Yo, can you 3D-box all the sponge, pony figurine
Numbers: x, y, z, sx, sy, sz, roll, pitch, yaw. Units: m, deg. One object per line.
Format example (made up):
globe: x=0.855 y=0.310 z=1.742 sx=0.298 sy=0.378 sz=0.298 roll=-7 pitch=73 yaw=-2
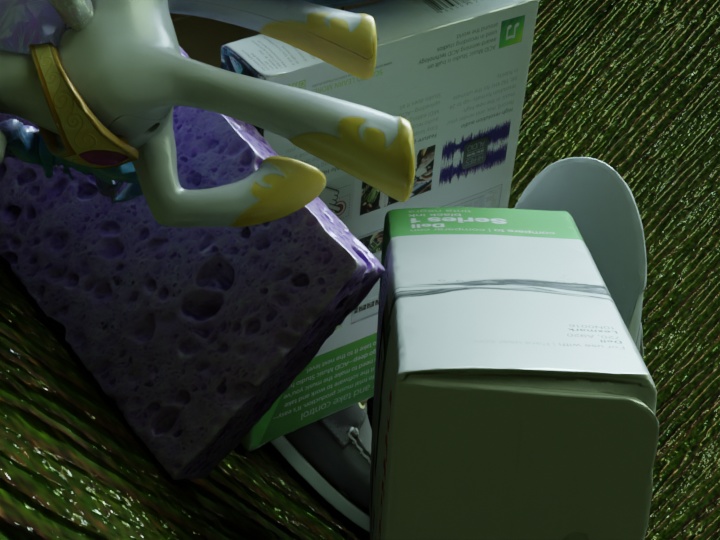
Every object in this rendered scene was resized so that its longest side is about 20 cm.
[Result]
sponge: x=-0.091 y=-0.028 z=0.627 sx=0.200 sy=0.112 sz=0.030 roll=47 pitch=15 yaw=23
pony figurine: x=-0.088 y=-0.101 z=0.551 sx=0.167 sy=0.200 sz=0.194 roll=121 pitch=-32 yaw=-68

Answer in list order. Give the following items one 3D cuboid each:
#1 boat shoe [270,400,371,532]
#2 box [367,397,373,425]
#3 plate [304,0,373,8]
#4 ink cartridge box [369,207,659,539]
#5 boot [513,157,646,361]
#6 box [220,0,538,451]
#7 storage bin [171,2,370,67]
boat shoe: x=-0.032 y=0.056 z=0.803 sx=0.201 sy=0.061 sz=0.072 roll=45 pitch=3 yaw=-15
box: x=0.000 y=0.000 z=0.922 sx=0.200 sy=0.107 sz=0.148 roll=47 pitch=-23 yaw=1
plate: x=-0.008 y=-0.156 z=0.727 sx=0.200 sy=0.200 sz=0.026 roll=-129 pitch=-157 yaw=-57
ink cartridge box: x=0.047 y=0.071 z=0.585 sx=0.084 sy=0.146 sz=0.200 roll=3 pitch=16 yaw=0
boot: x=0.103 y=0.049 z=0.775 sx=0.073 sy=0.201 sz=0.096 roll=4 pitch=-4 yaw=11
box: x=0.004 y=-0.025 z=0.710 sx=0.036 sy=0.144 sz=0.200 roll=41 pitch=-41 yaw=40
storage bin: x=-0.083 y=-0.096 z=0.772 sx=0.200 sy=0.198 sz=0.094 roll=48 pitch=-34 yaw=32
